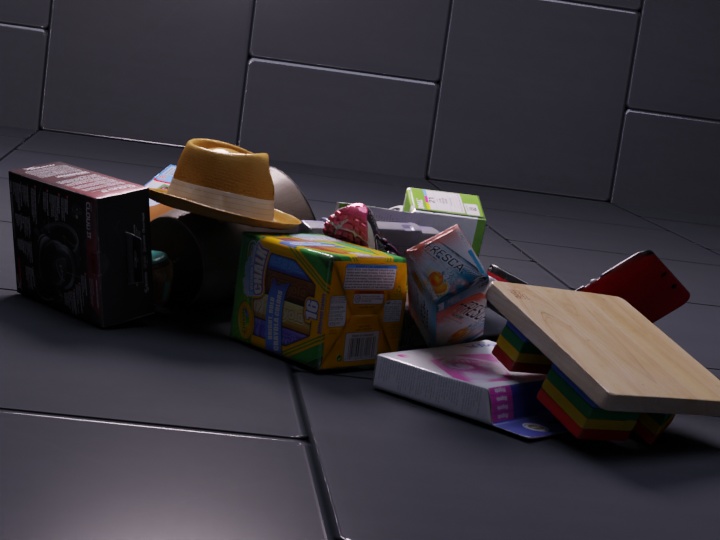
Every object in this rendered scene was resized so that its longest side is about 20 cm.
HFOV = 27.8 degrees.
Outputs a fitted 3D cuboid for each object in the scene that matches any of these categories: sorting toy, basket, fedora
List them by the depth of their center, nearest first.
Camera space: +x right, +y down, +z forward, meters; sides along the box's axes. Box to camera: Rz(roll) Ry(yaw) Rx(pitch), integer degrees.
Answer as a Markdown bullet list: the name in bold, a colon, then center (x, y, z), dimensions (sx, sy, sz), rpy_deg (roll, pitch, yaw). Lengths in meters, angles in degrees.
- **sorting toy**: center (0.242, 0.099, 1.453), dimensions (0.198, 0.070, 0.200), rpy_deg (7, 26, -38)
- **fedora**: center (-0.153, -0.102, 1.652), dimensions (0.200, 0.082, 0.201), rpy_deg (14, 6, -1)
- **basket**: center (-0.165, -0.028, 1.799), dimensions (0.136, 0.181, 0.200), rpy_deg (-25, -3, 40)

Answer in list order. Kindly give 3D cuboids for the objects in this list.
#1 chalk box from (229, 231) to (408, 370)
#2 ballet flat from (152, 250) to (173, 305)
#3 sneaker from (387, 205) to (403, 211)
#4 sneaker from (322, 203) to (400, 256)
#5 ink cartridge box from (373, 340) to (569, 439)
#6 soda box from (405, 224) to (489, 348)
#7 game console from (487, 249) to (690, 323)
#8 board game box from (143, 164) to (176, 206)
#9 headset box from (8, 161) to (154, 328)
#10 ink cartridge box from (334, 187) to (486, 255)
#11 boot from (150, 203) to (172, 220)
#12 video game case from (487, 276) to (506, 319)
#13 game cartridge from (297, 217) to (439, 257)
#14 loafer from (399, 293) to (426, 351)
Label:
- **chalk box**: center (-0.060, 0.025, 1.611), dimensions (0.124, 0.125, 0.200), rpy_deg (0, 12, -44)
- **ballet flat**: center (-0.286, 0.000, 1.730), dimensions (0.068, 0.073, 0.200), rpy_deg (-22, 27, -39)
- **sneaker**: center (0.006, -0.003, 2.038), dimensions (0.199, 0.112, 0.073), rpy_deg (-23, 23, 28)
- **sneaker**: center (0.011, -0.016, 1.720), dimensions (0.075, 0.200, 0.081), rpy_deg (-40, 59, -18)
- **ink cartridge box**: center (0.149, 0.117, 1.494), dimensions (0.199, 0.044, 0.196), rpy_deg (14, 10, 39)
- **soda box**: center (0.091, 0.026, 1.530), dimensions (0.063, 0.069, 0.200), rpy_deg (-27, -18, -6)
- **game console**: center (0.276, 0.018, 1.753), dimensions (0.172, 0.119, 0.200), rpy_deg (30, -2, 32)
- **board game box**: center (-0.267, -0.069, 1.987), dimensions (0.151, 0.037, 0.200), rpy_deg (15, 42, 35)
- **headset box**: center (-0.309, -0.030, 1.636), dimensions (0.199, 0.150, 0.077), rpy_deg (15, 23, 43)
- **ink cartridge box**: center (0.054, -0.032, 1.937), dimensions (0.199, 0.148, 0.076), rpy_deg (7, 28, -8)
- **boot**: center (-0.290, -0.060, 1.884), dimensions (0.155, 0.077, 0.201), rpy_deg (11, 54, 13)
- **video game case**: center (0.183, 0.044, 1.772), dimensions (0.200, 0.022, 0.182), rpy_deg (33, -2, -26)
- **game cartridge**: center (0.000, 0.000, 1.796), dimensions (0.199, 0.130, 0.038), rpy_deg (2, 18, -34)
- **loafer**: center (0.063, 0.051, 1.714), dimensions (0.071, 0.073, 0.200), rpy_deg (14, 10, 36)
